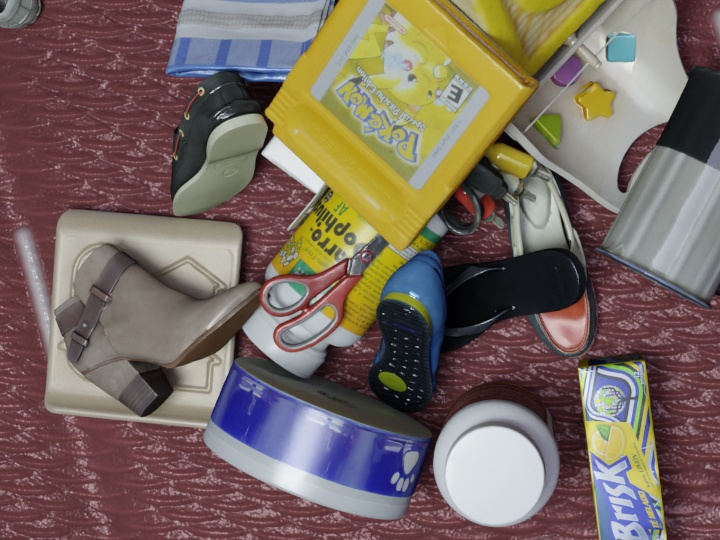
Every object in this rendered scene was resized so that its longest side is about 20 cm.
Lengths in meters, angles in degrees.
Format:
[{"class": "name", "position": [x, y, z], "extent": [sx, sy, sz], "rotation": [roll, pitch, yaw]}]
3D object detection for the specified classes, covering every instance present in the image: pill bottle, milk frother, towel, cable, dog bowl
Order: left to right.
[{"class": "towel", "position": [-0.094, -0.256, 1.338], "extent": [0.146, 0.024, 0.201], "rotation": [4, 56, 9]}, {"class": "dog bowl", "position": [-0.038, 0.151, 1.319], "extent": [0.200, 0.200, 0.079], "rotation": [22, 93, 5]}, {"class": "pill bottle", "position": [-0.019, -0.001, 1.352], "extent": [0.113, 0.113, 0.200], "rotation": [40, 97, 3]}, {"class": "cable", "position": [0.072, -0.110, 1.295], "extent": [0.200, 0.050, 0.097], "rotation": [40, 113, -8]}, {"class": "pill bottle", "position": [0.123, 0.166, 1.300], "extent": [0.112, 0.200, 0.113], "rotation": [0, 93, 7]}, {"class": "milk frother", "position": [0.338, -0.054, 1.255], "extent": [0.180, 0.200, 0.189], "rotation": [26, 94, -13]}]

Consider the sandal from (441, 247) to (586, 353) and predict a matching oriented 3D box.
[{"class": "sandal", "position": [0.112, 0.025, 1.342], "extent": [0.200, 0.043, 0.076], "rotation": [-23, 88, 33]}]

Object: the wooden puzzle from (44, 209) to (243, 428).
[{"class": "wooden puzzle", "position": [-0.210, 0.046, 1.415], "extent": [0.185, 0.046, 0.201], "rotation": [5, 89, 6]}]

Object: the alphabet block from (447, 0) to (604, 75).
[{"class": "alphabet block", "position": [0.106, -0.314, 1.233], "extent": [0.196, 0.195, 0.200], "rotation": [-47, 57, -6]}]

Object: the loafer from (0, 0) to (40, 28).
[{"class": "loafer", "position": [-0.361, -0.334, 1.398], "extent": [0.070, 0.070, 0.201], "rotation": [-19, 91, 7]}]

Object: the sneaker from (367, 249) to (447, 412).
[{"class": "sneaker", "position": [0.052, 0.059, 1.335], "extent": [0.066, 0.200, 0.079], "rotation": [21, 55, 13]}]

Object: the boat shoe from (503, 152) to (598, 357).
[{"class": "boat shoe", "position": [0.178, -0.013, 1.355], "extent": [0.071, 0.063, 0.201], "rotation": [-13, 93, 5]}]

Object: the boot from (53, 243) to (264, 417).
[{"class": "boot", "position": [-0.197, 0.033, 1.343], "extent": [0.200, 0.070, 0.146], "rotation": [-43, 74, 14]}]

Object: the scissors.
[{"class": "scissors", "position": [0.000, 0.000, 1.292], "extent": [0.200, 0.014, 0.073], "rotation": [-31, 101, 1]}]

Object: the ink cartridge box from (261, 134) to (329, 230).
[{"class": "ink cartridge box", "position": [-0.026, -0.137, 1.344], "extent": [0.067, 0.117, 0.200], "rotation": [37, 96, 0]}]

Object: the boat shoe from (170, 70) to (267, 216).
[{"class": "boat shoe", "position": [-0.138, -0.113, 1.339], "extent": [0.073, 0.201, 0.063], "rotation": [-16, 72, -25]}]

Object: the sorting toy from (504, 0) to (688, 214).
[{"class": "sorting toy", "position": [0.227, -0.152, 1.329], "extent": [0.200, 0.107, 0.180], "rotation": [-46, 103, -7]}]

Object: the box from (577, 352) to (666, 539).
[{"class": "box", "position": [0.246, 0.182, 1.352], "extent": [0.064, 0.070, 0.201], "rotation": [-8, 92, 9]}]

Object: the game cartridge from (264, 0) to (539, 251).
[{"class": "game cartridge", "position": [0.027, -0.141, 1.216], "extent": [0.176, 0.032, 0.200], "rotation": [43, 123, 7]}]
